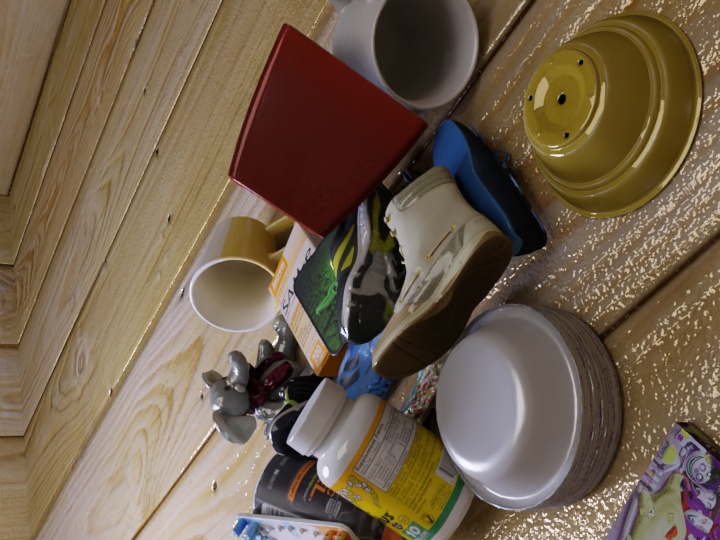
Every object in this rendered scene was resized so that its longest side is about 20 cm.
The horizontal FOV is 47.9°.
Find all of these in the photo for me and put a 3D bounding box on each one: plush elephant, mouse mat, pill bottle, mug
[{"bbox_3d":[-0.160,0.174,1.223,0.165,0.152,0.204,46,121,48],"label":"plush elephant"},{"bbox_3d":[-0.010,-0.011,1.054,0.201,0.007,0.161,-53,41,15],"label":"mouse mat"},{"bbox_3d":[0.022,0.209,0.896,0.114,0.198,0.113,-56,3,5],"label":"pill bottle"},{"bbox_3d":[0.025,-0.297,0.996,0.148,0.200,0.175,-47,27,-8],"label":"mug"},{"bbox_3d":[-0.028,0.302,1.007,0.196,0.106,0.109,12,96,25],"label":"pill bottle"},{"bbox_3d":[-0.176,-0.009,1.313,0.155,0.182,0.152,-94,0,-52],"label":"mug"}]

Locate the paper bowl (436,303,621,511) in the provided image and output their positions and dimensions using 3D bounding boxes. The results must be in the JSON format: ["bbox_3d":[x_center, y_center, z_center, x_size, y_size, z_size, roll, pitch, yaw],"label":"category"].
[{"bbox_3d":[0.153,0.135,0.815,0.199,0.103,0.206,-16,71,55],"label":"paper bowl"}]

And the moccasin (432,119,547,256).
[{"bbox_3d":[0.140,-0.087,0.902,0.081,0.067,0.203,-60,40,43],"label":"moccasin"}]

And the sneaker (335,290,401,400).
[{"bbox_3d":[0.022,0.123,1.043,0.078,0.065,0.204,30,110,49],"label":"sneaker"}]

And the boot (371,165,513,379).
[{"bbox_3d":[0.061,0.001,0.873,0.201,0.071,0.156,-53,40,19],"label":"boot"}]

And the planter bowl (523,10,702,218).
[{"bbox_3d":[0.218,-0.157,0.781,0.199,0.082,0.206,-13,75,54],"label":"planter bowl"}]

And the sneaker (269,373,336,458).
[{"bbox_3d":[-0.080,0.186,1.076,0.081,0.199,0.073,16,104,22],"label":"sneaker"}]

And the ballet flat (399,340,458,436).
[{"bbox_3d":[0.091,0.146,0.950,0.063,0.075,0.203,36,123,20],"label":"ballet flat"}]

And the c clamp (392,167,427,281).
[{"bbox_3d":[0.033,-0.057,1.047,0.200,0.027,0.173,-46,39,22],"label":"c clamp"}]

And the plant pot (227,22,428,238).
[{"bbox_3d":[-0.062,-0.153,0.995,0.178,0.198,0.200,-59,12,0],"label":"plant pot"}]

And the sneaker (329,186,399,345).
[{"bbox_3d":[0.000,0.000,0.988,0.084,0.074,0.204,-23,48,46],"label":"sneaker"}]

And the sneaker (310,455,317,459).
[{"bbox_3d":[-0.055,0.323,1.117,0.200,0.082,0.123,45,131,50],"label":"sneaker"}]

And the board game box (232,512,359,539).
[{"bbox_3d":[-0.041,0.374,0.981,0.197,0.202,0.026,-11,32,42],"label":"board game box"}]

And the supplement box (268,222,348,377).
[{"bbox_3d":[-0.050,0.038,1.154,0.201,0.072,0.128,53,127,45],"label":"supplement box"}]

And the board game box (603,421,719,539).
[{"bbox_3d":[0.269,0.248,0.693,0.120,0.032,0.203,45,121,44],"label":"board game box"}]
